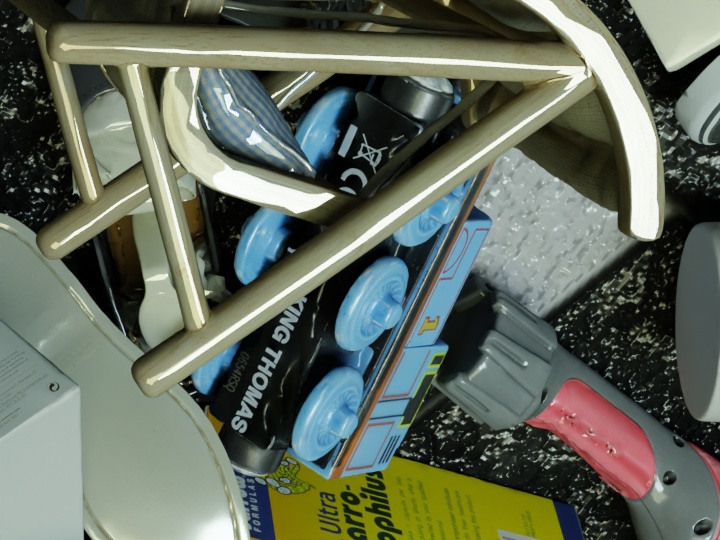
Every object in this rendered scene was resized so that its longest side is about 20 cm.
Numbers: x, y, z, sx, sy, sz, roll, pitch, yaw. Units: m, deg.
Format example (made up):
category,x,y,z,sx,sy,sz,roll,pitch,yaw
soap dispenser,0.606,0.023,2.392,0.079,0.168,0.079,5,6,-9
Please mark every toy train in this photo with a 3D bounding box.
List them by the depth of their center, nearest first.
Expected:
category,x,y,z,sx,sy,sz,roll,pitch,yaw
toy train,0.000,0.000,1.315,0.086,0.114,0.201,32,106,23

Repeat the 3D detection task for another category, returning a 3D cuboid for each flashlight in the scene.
category,x,y,z,sx,sy,sz,roll,pitch,yaw
flashlight,0.115,0.087,1.402,0.200,0.068,0.068,36,88,-28

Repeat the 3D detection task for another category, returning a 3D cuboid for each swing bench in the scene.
category,x,y,z,sx,sy,sz,roll,pitch,yaw
swing bench,-0.020,-0.067,1.069,0.199,0.199,0.131,-17,107,-12

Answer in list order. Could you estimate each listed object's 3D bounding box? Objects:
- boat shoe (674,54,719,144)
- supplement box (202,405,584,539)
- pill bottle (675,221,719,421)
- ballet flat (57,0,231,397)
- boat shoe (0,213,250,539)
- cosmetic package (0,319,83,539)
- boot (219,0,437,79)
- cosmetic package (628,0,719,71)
category,x,y,z,sx,sy,sz,roll,pitch,yaw
boat shoe,0.236,-0.096,1.300,0.198,0.068,0.074,-27,164,2
supplement box,0.002,0.160,1.411,0.199,0.110,0.109,17,117,-17
pill bottle,0.250,0.025,1.356,0.198,0.120,0.120,0,121,-7
ballet flat,-0.092,-0.027,1.311,0.073,0.073,0.201,-9,121,-1
boat shoe,-0.121,0.063,1.301,0.075,0.062,0.200,-43,93,-13
cosmetic package,-0.186,0.082,1.291,0.052,0.151,0.201,-33,148,-29
boot,-0.009,-0.106,1.233,0.198,0.139,0.078,3,121,-9
cosmetic package,0.194,-0.171,1.229,0.199,0.103,0.088,-31,92,10
